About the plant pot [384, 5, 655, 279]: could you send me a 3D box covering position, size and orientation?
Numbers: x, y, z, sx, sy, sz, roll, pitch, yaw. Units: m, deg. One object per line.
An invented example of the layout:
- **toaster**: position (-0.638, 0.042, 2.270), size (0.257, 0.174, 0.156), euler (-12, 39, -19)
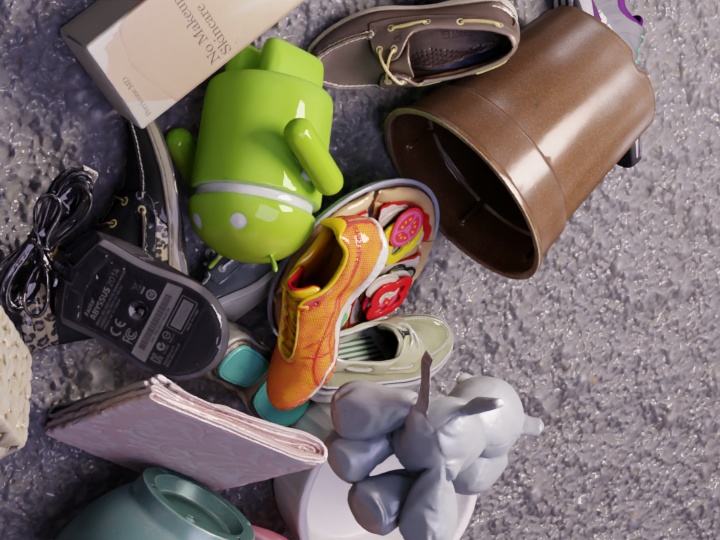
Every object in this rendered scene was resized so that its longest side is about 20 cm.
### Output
- **plant pot**: position (0.159, -0.132, 1.510), size (0.198, 0.200, 0.201), euler (-43, 122, -17)

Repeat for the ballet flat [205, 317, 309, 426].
- **ballet flat**: position (-0.104, 0.088, 1.505), size (0.067, 0.064, 0.200), euler (-46, 151, -3)

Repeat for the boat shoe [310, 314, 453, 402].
- **boat shoe**: position (0.026, 0.079, 1.545), size (0.199, 0.072, 0.062), euler (-17, 160, -43)

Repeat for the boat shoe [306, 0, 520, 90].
- **boat shoe**: position (0.046, -0.199, 1.449), size (0.198, 0.060, 0.072), euler (-10, 121, 6)

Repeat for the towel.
- **towel**: position (-0.159, 0.150, 1.438), size (0.190, 0.199, 0.033), euler (27, 62, -31)

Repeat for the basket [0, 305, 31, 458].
- **basket**: position (-0.374, 0.098, 1.294), size (0.198, 0.136, 0.124), euler (-23, 128, 10)

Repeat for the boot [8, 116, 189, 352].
- **boot**: position (-0.231, -0.031, 1.394), size (0.152, 0.073, 0.206), euler (-9, 97, -12)

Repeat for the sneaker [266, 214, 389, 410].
- **sneaker**: position (-0.048, 0.034, 1.421), size (0.077, 0.073, 0.201), euler (3, 118, -41)

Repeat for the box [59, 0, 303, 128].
- **box**: position (-0.146, -0.222, 1.369), size (0.200, 0.078, 0.095), euler (-41, 122, -10)

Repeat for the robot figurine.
- **robot figurine**: position (-0.087, -0.098, 1.404), size (0.115, 0.174, 0.202), euler (21, 74, -50)

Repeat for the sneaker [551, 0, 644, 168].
- **sneaker**: position (0.263, -0.203, 1.604), size (0.087, 0.074, 0.201), euler (-33, 119, -20)

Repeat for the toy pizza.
- **toy pizza**: position (0.000, 0.000, 1.505), size (0.199, 0.032, 0.201), euler (-30, 147, -22)

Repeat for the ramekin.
- **ramekin**: position (0.010, 0.208, 1.595), size (0.199, 0.098, 0.202), euler (-10, 112, -26)

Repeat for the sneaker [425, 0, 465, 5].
- **sneaker**: position (0.066, -0.308, 1.467), size (0.098, 0.071, 0.202), euler (13, 107, -18)

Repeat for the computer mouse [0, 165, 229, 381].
- **computer mouse**: position (-0.197, 0.015, 1.352), size (0.199, 0.053, 0.139), euler (33, 96, -4)

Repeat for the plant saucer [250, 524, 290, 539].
- **plant saucer**: position (-0.084, 0.334, 1.542), size (0.051, 0.199, 0.203), euler (-22, 119, -46)

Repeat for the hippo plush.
- **hippo plush**: position (0.070, 0.142, 1.489), size (0.160, 0.159, 0.201), euler (-22, 137, -55)

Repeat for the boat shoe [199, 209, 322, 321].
- **boat shoe**: position (-0.114, 0.001, 1.489), size (0.199, 0.073, 0.062), euler (-33, 77, -7)

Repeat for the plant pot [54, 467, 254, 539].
- **plant pot**: position (-0.176, 0.264, 1.445), size (0.199, 0.200, 0.135), euler (28, 99, -33)
